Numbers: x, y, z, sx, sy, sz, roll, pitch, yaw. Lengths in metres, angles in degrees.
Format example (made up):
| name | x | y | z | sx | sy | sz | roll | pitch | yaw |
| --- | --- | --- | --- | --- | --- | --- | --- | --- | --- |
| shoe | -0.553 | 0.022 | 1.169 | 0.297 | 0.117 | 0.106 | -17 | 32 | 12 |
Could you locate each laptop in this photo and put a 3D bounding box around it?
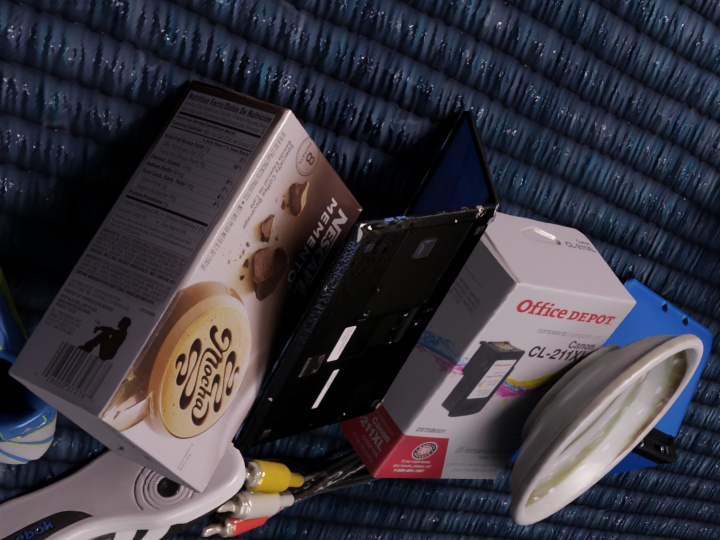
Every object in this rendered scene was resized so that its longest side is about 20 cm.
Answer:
| name | x | y | z | sx | sy | sz | roll | pitch | yaw |
| --- | --- | --- | --- | --- | --- | --- | --- | --- | --- |
| laptop | 0.000 | 0.000 | 0.897 | 0.199 | 0.103 | 0.178 | -10 | 138 | -47 |

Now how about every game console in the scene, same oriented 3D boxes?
| name | x | y | z | sx | sy | sz | roll | pitch | yaw |
| --- | --- | --- | --- | --- | --- | --- | --- | --- | --- |
| game console | 0.210 | 0.104 | 1.276 | 0.170 | 0.119 | 0.200 | -17 | 153 | 31 |

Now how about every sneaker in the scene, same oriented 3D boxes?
| name | x | y | z | sx | sy | sz | roll | pitch | yaw |
| --- | --- | --- | --- | --- | --- | --- | --- | --- | --- |
| sneaker | -0.219 | 0.079 | 0.849 | 0.075 | 0.105 | 0.201 | -24 | 141 | -11 |
| sneaker | -0.175 | 0.188 | 1.041 | 0.199 | 0.073 | 0.112 | -18 | 145 | -7 |

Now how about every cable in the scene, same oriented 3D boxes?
| name | x | y | z | sx | sy | sz | roll | pitch | yaw |
| --- | --- | --- | --- | --- | --- | --- | --- | --- | --- |
| cable | -0.042 | 0.180 | 1.140 | 0.199 | 0.050 | 0.097 | 1 | 132 | -36 |

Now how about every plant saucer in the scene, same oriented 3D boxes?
| name | x | y | z | sx | sy | sz | roll | pitch | yaw |
| --- | --- | --- | --- | --- | --- | --- | --- | --- | --- |
| plant saucer | 0.179 | 0.112 | 1.103 | 0.200 | 0.050 | 0.201 | -35 | 155 | -19 |

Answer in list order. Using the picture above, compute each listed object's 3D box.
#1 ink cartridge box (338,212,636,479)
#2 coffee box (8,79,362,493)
| name | x | y | z | sx | sy | sz | roll | pitch | yaw |
| --- | --- | --- | --- | --- | --- | --- | --- | --- | --- |
| ink cartridge box | 0.091 | 0.062 | 1.084 | 0.145 | 0.083 | 0.200 | 8 | 127 | -42 |
| coffee box | -0.094 | 0.008 | 0.815 | 0.201 | 0.079 | 0.113 | -60 | 146 | -16 |
